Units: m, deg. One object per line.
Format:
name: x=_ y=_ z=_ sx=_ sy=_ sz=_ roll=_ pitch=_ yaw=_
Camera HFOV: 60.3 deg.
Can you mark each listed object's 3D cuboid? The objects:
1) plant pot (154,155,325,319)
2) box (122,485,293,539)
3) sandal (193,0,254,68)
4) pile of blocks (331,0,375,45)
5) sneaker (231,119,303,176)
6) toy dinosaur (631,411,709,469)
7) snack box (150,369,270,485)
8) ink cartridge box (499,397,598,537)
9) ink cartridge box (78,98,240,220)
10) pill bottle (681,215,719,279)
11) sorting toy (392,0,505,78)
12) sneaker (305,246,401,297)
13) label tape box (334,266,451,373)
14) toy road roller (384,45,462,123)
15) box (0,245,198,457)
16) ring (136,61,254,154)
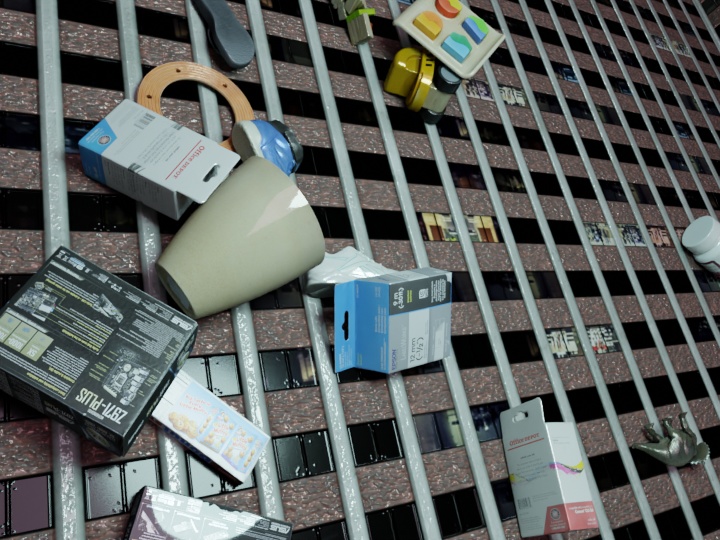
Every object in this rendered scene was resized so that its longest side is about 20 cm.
plant pot: x=-0.182 y=-0.029 z=0.880 sx=0.199 sy=0.187 sz=0.188 roll=-39 pitch=88 yaw=-26
box: x=-0.189 y=0.362 z=0.735 sx=0.197 sy=0.050 sz=0.160 roll=22 pitch=56 yaw=-20
sandal: x=-0.251 y=-0.439 z=1.133 sx=0.075 sy=0.043 sz=0.202 roll=-5 pitch=59 yaw=-41
pile of blocks: x=-0.015 y=-0.573 z=1.318 sx=0.062 sy=0.082 sz=0.202 roll=-22 pitch=78 yaw=-37
sneaker: x=-0.129 y=-0.159 z=1.031 sx=0.110 sy=0.076 sz=0.203 roll=-18 pitch=80 yaw=-41
toy dinosaur: x=0.626 y=0.346 z=1.233 sx=0.197 sy=0.077 sz=0.104 roll=1 pitch=58 yaw=-34
snack box: x=-0.217 y=0.195 z=0.822 sx=0.199 sy=0.024 sz=0.072 roll=39 pitch=51 yaw=-8
ink cartridge box: x=0.302 y=0.322 z=1.017 sx=0.066 sy=0.116 sz=0.204 roll=6 pitch=63 yaw=-27
ink cartridge box: x=-0.287 y=-0.154 z=0.903 sx=0.197 sy=0.067 sz=0.117 roll=27 pitch=53 yaw=4
pill bottle: x=0.944 y=-0.045 z=1.613 sx=0.198 sy=0.114 sz=0.115 roll=35 pitch=52 yaw=-12
sorting toy: x=0.188 y=-0.501 z=1.276 sx=0.199 sy=0.037 sz=0.186 roll=36 pitch=57 yaw=4
sneaker: x=0.000 y=0.000 z=1.032 sx=0.197 sy=0.070 sz=0.082 roll=6 pitch=60 yaw=-29
label tape box: x=0.054 y=0.081 z=0.982 sx=0.197 sy=0.066 sz=0.146 roll=-9 pitch=105 yaw=-37
toy road roller: x=0.132 y=-0.428 z=1.311 sx=0.143 sy=0.123 sz=0.203 roll=16 pitch=58 yaw=-10
box: x=-0.325 y=0.096 z=0.750 sx=0.198 sy=0.086 sz=0.165 roll=29 pitch=53 yaw=-3
ring: x=-0.271 y=-0.261 z=1.035 sx=0.197 sy=0.019 sz=0.204 roll=15 pitch=59 yaw=-26
